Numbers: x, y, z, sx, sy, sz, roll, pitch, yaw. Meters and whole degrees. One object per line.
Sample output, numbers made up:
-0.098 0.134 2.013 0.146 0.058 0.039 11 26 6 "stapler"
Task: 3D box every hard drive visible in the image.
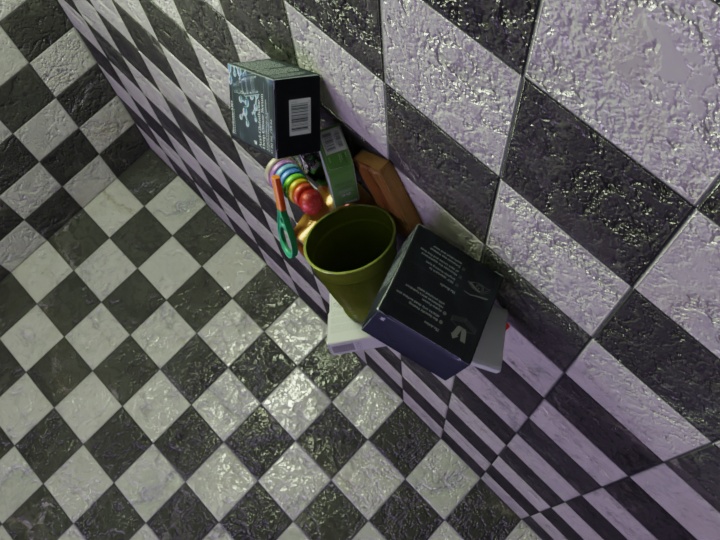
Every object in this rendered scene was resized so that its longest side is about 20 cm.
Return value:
0.194 0.111 1.455 0.196 0.135 0.026 19 154 -13 "hard drive"

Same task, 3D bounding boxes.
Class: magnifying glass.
-0.176 -0.120 1.668 0.079 0.022 0.204 41 144 51 "magnifying glass"

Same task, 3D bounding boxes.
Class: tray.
0.061 -0.150 1.506 0.098 0.037 0.201 33 160 48 "tray"

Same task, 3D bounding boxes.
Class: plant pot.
-0.062 -0.099 1.730 0.200 0.183 0.201 44 168 12 "plant pot"
0.000 0.000 1.563 0.199 0.199 0.195 35 155 41 "plant pot"

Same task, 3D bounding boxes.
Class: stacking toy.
-0.140 -0.186 1.651 0.200 0.085 0.086 43 170 46 "stacking toy"

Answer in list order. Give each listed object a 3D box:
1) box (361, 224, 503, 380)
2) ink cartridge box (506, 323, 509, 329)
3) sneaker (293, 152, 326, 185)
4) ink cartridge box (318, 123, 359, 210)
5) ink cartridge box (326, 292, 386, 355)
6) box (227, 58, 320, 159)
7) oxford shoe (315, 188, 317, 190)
0.134 0.061 1.372 0.194 0.202 0.118 30 152 -4 "box"
0.197 0.099 1.522 0.201 0.162 0.057 49 -174 -6 "ink cartridge box"
-0.117 -0.269 1.630 0.086 0.078 0.200 53 -178 39 "sneaker"
-0.046 -0.205 1.550 0.201 0.058 0.106 78 174 -66 "ink cartridge box"
0.025 0.092 1.637 0.179 0.195 0.045 -90 -15 -45 "ink cartridge box"
-0.172 -0.324 1.451 0.199 0.105 0.152 32 129 49 "box"
-0.097 -0.137 1.974 0.072 0.084 0.202 36 162 45 "oxford shoe"
